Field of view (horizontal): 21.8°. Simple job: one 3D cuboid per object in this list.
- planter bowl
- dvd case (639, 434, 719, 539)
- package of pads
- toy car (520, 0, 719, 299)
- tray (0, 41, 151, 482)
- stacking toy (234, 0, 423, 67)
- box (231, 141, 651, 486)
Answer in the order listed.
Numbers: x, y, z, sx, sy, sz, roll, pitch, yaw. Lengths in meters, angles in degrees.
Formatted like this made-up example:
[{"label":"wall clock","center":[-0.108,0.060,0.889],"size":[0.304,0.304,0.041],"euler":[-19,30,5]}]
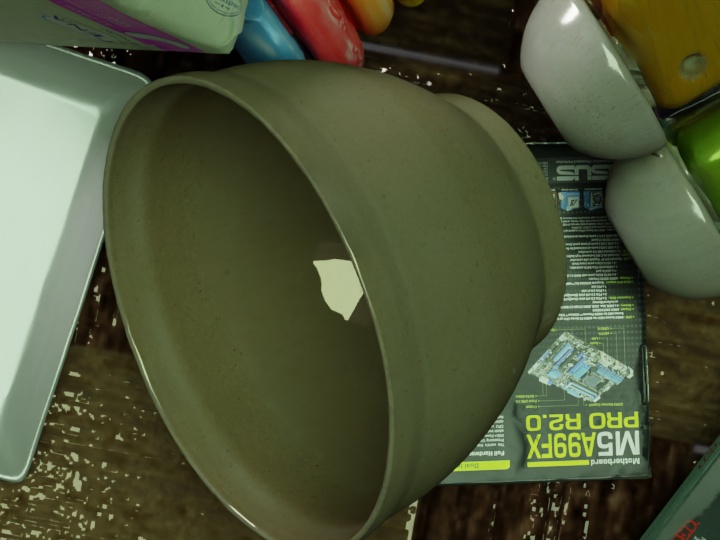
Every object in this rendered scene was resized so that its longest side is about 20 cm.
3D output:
[{"label":"planter bowl","center":[0.000,0.000,0.784],"size":[0.134,0.200,0.202],"euler":[-21,89,-34]},{"label":"dvd case","center":[0.236,0.157,0.889],"size":[0.199,0.022,0.147],"euler":[33,105,-4]},{"label":"package of pads","center":[-0.148,-0.144,0.763],"size":[0.154,0.199,0.069],"euler":[21,83,-43]},{"label":"toy car","center":[0.165,-0.101,0.834],"size":[0.174,0.150,0.201],"euler":[-32,120,6]},{"label":"tray","center":[-0.177,-0.012,0.879],"size":[0.106,0.022,0.202],"euler":[18,85,-4]},{"label":"stacking toy","center":[0.018,-0.167,0.840],"size":[0.199,0.110,0.116],"euler":[-35,66,1]},{"label":"box","center":[0.036,0.022,0.889],"size":[0.198,0.044,0.162],"euler":[-2,88,-6]}]
